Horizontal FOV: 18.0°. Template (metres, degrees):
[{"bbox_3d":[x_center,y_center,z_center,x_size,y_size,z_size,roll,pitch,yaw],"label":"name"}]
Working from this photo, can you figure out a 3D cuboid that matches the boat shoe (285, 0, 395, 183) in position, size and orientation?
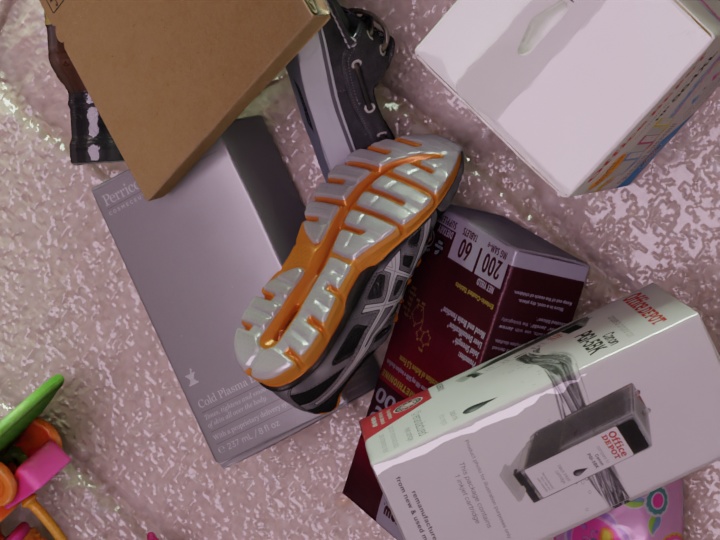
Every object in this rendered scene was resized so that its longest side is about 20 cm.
[{"bbox_3d":[-0.009,-0.127,1.405,0.066,0.070,0.201,-23,128,-7],"label":"boat shoe"}]

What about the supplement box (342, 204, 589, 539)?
[{"bbox_3d":[0.063,0.070,1.417,0.109,0.061,0.201,33,109,58],"label":"supplement box"}]

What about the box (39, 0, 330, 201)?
[{"bbox_3d":[-0.112,-0.162,1.379,0.200,0.021,0.164,-43,70,41],"label":"box"}]

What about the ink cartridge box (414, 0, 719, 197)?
[{"bbox_3d":[0.133,-0.130,1.330,0.125,0.200,0.129,44,106,9],"label":"ink cartridge box"}]

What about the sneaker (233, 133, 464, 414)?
[{"bbox_3d":[0.000,0.000,1.397,0.078,0.077,0.200,24,69,41],"label":"sneaker"}]

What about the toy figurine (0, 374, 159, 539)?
[{"bbox_3d":[-0.208,0.199,1.522,0.184,0.150,0.200,47,129,-1],"label":"toy figurine"}]

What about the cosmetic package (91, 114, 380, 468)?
[{"bbox_3d":[-0.078,0.010,1.472,0.106,0.090,0.201,-28,90,21],"label":"cosmetic package"}]

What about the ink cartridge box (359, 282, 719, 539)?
[{"bbox_3d":[0.107,0.090,1.289,0.199,0.147,0.083,-25,97,0],"label":"ink cartridge box"}]

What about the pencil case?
[{"bbox_3d":[0.162,0.145,1.411,0.087,0.087,0.202,-3,95,18],"label":"pencil case"}]

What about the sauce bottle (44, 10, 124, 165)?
[{"bbox_3d":[-0.176,-0.171,1.499,0.064,0.065,0.202,-2,96,18],"label":"sauce bottle"}]
